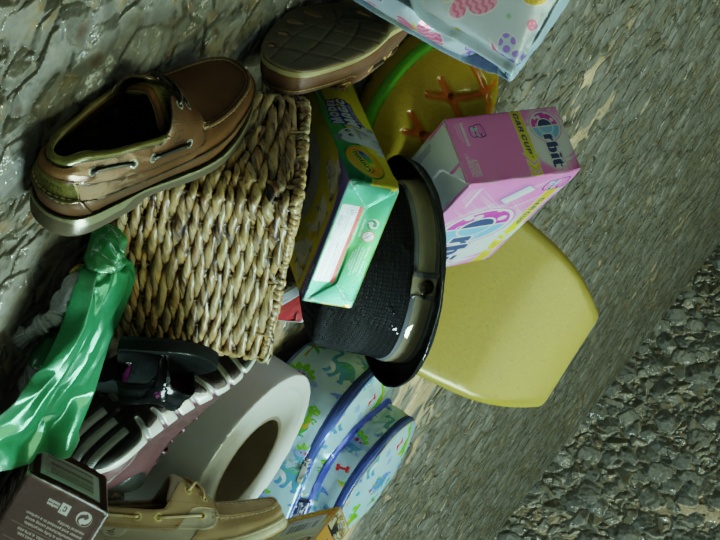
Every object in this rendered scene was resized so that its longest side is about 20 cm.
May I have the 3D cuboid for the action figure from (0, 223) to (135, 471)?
[{"bbox_3d":[-0.211,0.051,1.212,0.118,0.055,0.200,-20,143,-61],"label":"action figure"}]

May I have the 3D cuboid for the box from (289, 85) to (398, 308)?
[{"bbox_3d":[-0.030,-0.076,1.357,0.200,0.048,0.117,-110,-144,-54],"label":"box"}]

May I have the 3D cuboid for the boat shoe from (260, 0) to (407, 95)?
[{"bbox_3d":[-0.015,-0.173,1.333,0.200,0.072,0.068,-40,154,-51],"label":"boat shoe"}]

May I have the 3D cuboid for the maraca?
[{"bbox_3d":[0.048,-0.134,1.518,0.200,0.107,0.137,-52,144,12],"label":"maraca"}]

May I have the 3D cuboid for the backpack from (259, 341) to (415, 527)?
[{"bbox_3d":[-0.030,0.172,1.766,0.183,0.147,0.200,-36,150,-56],"label":"backpack"}]

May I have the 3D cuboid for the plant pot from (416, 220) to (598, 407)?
[{"bbox_3d":[0.122,0.033,1.730,0.196,0.200,0.194,-58,-163,0],"label":"plant pot"}]

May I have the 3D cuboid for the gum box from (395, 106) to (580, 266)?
[{"bbox_3d":[0.092,-0.065,1.500,0.113,0.066,0.200,-9,160,-28],"label":"gum box"}]

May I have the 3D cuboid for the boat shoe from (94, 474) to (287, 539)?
[{"bbox_3d":[-0.161,0.211,1.465,0.200,0.069,0.074,-6,-178,-22],"label":"boat shoe"}]

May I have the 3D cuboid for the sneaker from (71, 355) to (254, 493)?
[{"bbox_3d":[-0.170,0.118,1.433,0.200,0.076,0.116,-36,159,-28],"label":"sneaker"}]

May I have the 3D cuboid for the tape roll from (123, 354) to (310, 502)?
[{"bbox_3d":[-0.133,0.165,1.600,0.202,0.071,0.202,-51,161,-24],"label":"tape roll"}]

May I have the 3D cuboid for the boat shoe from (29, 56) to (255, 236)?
[{"bbox_3d":[-0.136,-0.097,1.130,0.200,0.072,0.068,-44,159,-39],"label":"boat shoe"}]

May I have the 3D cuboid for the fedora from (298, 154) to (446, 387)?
[{"bbox_3d":[0.000,0.000,1.439,0.092,0.201,0.201,2,130,-21],"label":"fedora"}]

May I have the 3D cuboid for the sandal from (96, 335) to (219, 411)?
[{"bbox_3d":[-0.156,0.085,1.277,0.200,0.075,0.048,144,-47,-68],"label":"sandal"}]

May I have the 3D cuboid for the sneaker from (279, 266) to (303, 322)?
[{"bbox_3d":[-0.044,0.035,1.543,0.200,0.071,0.113,-35,124,-45],"label":"sneaker"}]

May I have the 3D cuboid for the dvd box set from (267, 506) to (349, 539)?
[{"bbox_3d":[-0.108,0.282,1.541,0.146,0.029,0.200,-17,-170,22],"label":"dvd box set"}]

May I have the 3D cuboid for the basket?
[{"bbox_3d":[-0.124,-0.046,1.270,0.200,0.149,0.143,103,-9,-47],"label":"basket"}]

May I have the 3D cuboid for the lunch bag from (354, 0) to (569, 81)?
[{"bbox_3d":[0.069,-0.252,1.210,0.170,0.200,0.127,-57,163,1],"label":"lunch bag"}]

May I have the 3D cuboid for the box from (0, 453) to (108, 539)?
[{"bbox_3d":[-0.271,0.238,1.286,0.200,0.075,0.100,-61,-167,3],"label":"box"}]
